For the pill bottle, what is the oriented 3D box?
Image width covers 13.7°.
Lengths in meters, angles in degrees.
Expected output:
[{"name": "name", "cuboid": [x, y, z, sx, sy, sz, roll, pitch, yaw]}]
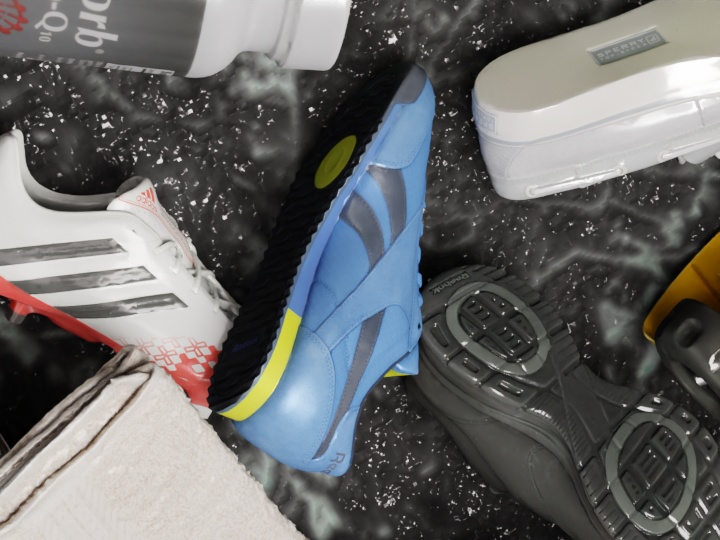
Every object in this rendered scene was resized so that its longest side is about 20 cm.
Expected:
[{"name": "pill bottle", "cuboid": [-0.107, -0.147, 1.324, 0.199, 0.116, 0.117, 5, 101, -10]}]

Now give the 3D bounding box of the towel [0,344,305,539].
[{"name": "towel", "cuboid": [-0.098, 0.133, 1.354, 0.132, 0.034, 0.200, -44, 134, -6]}]

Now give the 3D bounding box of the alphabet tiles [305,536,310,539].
[{"name": "alphabet tiles", "cuboid": [-0.005, 0.236, 1.433, 0.199, 0.008, 0.168, 29, 96, 12]}]

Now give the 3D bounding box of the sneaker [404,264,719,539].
[{"name": "sneaker", "cuboid": [0.099, 0.086, 1.402, 0.076, 0.091, 0.200, -37, 77, -29]}]

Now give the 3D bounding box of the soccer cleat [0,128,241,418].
[{"name": "soccer cleat", "cuboid": [-0.097, 0.005, 1.383, 0.199, 0.069, 0.086, 25, 101, -9]}]

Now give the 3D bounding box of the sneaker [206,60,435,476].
[{"name": "sneaker", "cuboid": [0.000, 0.000, 1.374, 0.078, 0.066, 0.201, 32, 65, -21]}]

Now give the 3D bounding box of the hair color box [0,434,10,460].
[{"name": "hair color box", "cuboid": [-0.234, 0.014, 1.313, 0.060, 0.099, 0.201, -33, 84, -2]}]

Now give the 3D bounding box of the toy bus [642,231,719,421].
[{"name": "toy bus", "cuboid": [0.253, 0.061, 1.386, 0.136, 0.200, 0.192, -41, 111, -11]}]

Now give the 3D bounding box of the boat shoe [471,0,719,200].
[{"name": "boat shoe", "cuboid": [0.150, -0.081, 1.410, 0.199, 0.072, 0.069, -20, 131, -15]}]
